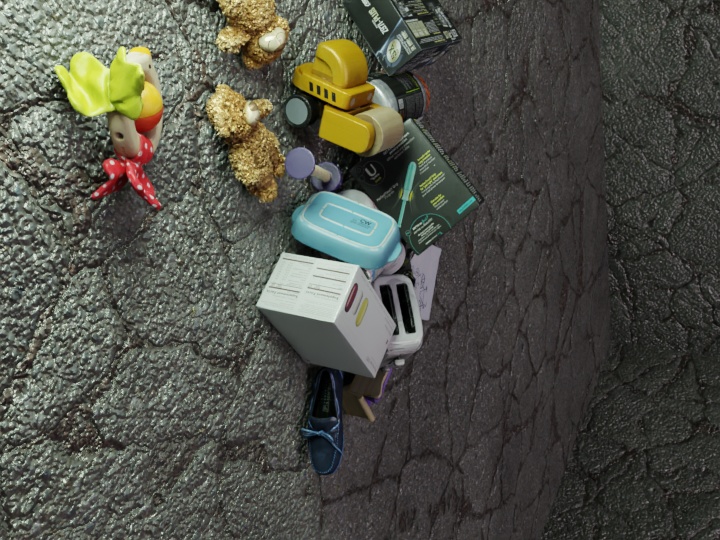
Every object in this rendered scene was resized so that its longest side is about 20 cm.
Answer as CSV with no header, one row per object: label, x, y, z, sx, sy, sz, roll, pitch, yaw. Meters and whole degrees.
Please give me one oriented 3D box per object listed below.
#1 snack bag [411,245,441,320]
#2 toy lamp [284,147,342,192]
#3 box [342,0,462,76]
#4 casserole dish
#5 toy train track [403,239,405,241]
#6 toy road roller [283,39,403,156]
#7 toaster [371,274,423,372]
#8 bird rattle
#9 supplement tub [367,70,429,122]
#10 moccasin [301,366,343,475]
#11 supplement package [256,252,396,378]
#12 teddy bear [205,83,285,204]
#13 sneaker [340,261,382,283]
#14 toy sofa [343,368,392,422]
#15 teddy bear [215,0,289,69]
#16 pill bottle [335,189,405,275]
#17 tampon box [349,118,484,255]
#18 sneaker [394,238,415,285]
snack bag,0.136,0.021,1.888,0.200,0.021,0.189,23,75,-61
toy lamp,-0.074,-0.166,1.389,0.200,0.058,0.058,13,85,-75
box,0.082,-0.467,1.536,0.164,0.086,0.200,57,35,-1
casserole dish,-0.022,-0.074,1.383,0.039,0.199,0.121,101,16,-48
toy train track,0.093,-0.097,1.656,0.115,0.033,0.200,46,12,-18
toy road roller,-0.020,-0.290,1.346,0.123,0.200,0.146,-34,147,-54
toaster,0.045,0.088,1.560,0.113,0.129,0.201,-2,74,-25
bird rattle,-0.274,-0.184,1.004,0.163,0.112,0.200,-76,159,-48
supplement tub,0.048,-0.313,1.542,0.200,0.122,0.123,-33,124,-54
moccasin,-0.073,0.274,1.504,0.068,0.080,0.201,38,49,-74
supplement package,-0.053,0.079,1.400,0.111,0.155,0.200,-66,148,-24
teddy bear,-0.159,-0.192,1.242,0.145,0.067,0.201,-57,143,-43
sneaker,0.000,0.000,1.460,0.087,0.200,0.075,-39,97,-23
toy sofa,0.038,0.202,1.663,0.200,0.097,0.083,-63,146,-34
teddy bear,-0.161,-0.381,1.178,0.145,0.067,0.200,-53,140,-40
pill bottle,0.011,-0.063,1.543,0.200,0.108,0.109,41,60,-56
tampon box,0.107,-0.156,1.512,0.200,0.150,0.126,51,15,1
sneaker,0.085,0.007,1.724,0.200,0.082,0.071,-63,146,-33
